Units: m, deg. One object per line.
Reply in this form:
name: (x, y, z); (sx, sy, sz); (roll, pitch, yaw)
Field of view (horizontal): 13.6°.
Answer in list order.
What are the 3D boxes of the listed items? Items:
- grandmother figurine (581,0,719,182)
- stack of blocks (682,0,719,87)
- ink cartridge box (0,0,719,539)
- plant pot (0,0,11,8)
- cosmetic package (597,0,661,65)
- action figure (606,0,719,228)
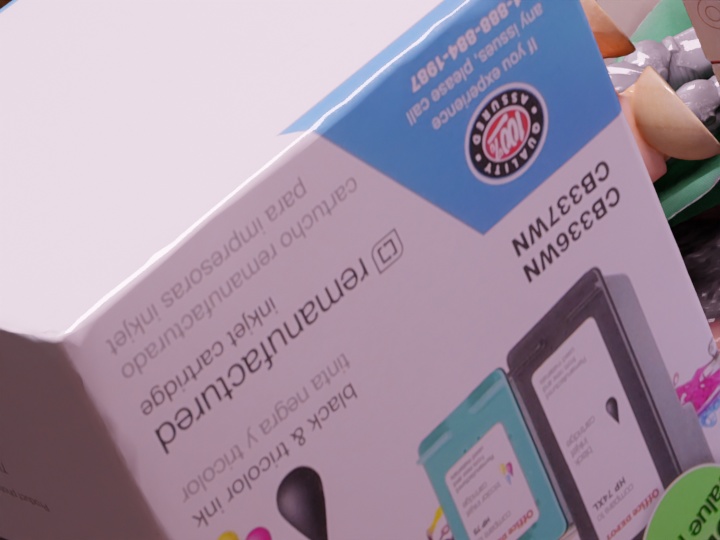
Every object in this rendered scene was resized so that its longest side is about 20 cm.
grandmother figurine: (0.000, 0.000, 0.853); (0.200, 0.061, 0.121); (-42, 67, 6)
stack of blocks: (0.180, -0.071, 0.776); (0.199, 0.059, 0.115); (3, 38, 48)
ink cartridge box: (-0.015, 0.039, 0.688); (0.147, 0.201, 0.146); (-41, 32, -26)
plant pot: (-0.172, -0.157, 1.125); (0.199, 0.201, 0.183); (-22, 14, 9)
cosmetic package: (0.013, -0.119, 1.061); (0.199, 0.088, 0.103); (5, 42, 46)
action figure: (0.064, -0.031, 0.908); (0.200, 0.055, 0.118); (-35, 31, -7)
